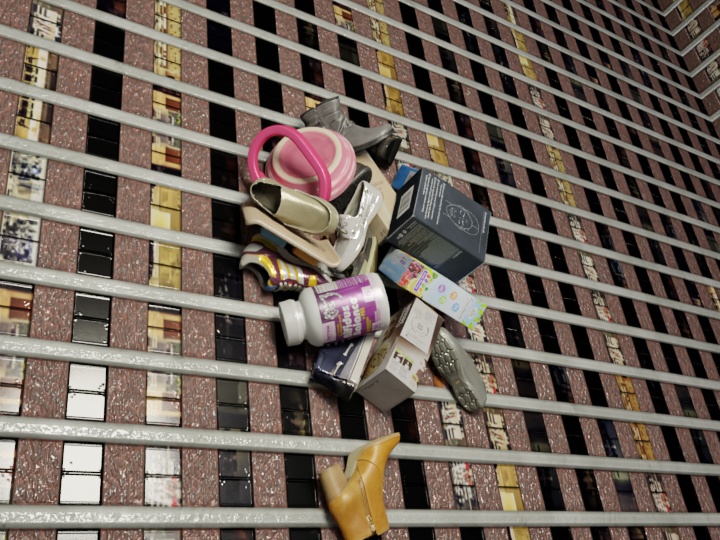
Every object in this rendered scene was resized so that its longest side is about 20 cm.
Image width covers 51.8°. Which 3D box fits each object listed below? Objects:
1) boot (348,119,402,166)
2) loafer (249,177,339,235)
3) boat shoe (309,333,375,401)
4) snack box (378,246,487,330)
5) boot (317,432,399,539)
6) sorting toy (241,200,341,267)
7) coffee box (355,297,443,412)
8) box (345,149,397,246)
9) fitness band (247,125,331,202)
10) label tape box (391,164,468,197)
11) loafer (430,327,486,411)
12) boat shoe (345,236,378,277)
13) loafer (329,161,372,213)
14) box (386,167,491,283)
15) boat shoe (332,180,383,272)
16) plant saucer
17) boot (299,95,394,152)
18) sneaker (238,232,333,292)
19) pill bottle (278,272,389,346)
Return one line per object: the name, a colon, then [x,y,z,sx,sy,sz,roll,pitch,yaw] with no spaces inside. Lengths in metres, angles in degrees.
boot: [0.004,-0.319,1.759,0.172,0.070,0.200,26,6,10]
loafer: [-0.136,-0.122,1.440,0.197,0.077,0.068,23,12,15]
boat shoe: [-0.032,0.154,1.436,0.091,0.075,0.201,24,37,-1]
snack box: [0.151,0.035,1.586,0.198,0.068,0.169,32,3,-18]
boot: [0.022,0.390,1.328,0.199,0.071,0.146,-21,81,-40]
sorting toy: [-0.142,-0.068,1.461,0.197,0.037,0.185,27,9,-18]
coffee box: [0.081,0.166,1.479,0.079,0.113,0.201,38,47,-10]
box: [0.020,-0.162,1.672,0.094,0.078,0.201,-29,81,-43]
fitness band: [-0.144,-0.194,1.487,0.201,0.143,0.037,52,24,5]
label tape box: [0.189,-0.175,1.766,0.197,0.064,0.144,25,6,-22]
loafer: [0.207,0.203,1.572,0.202,0.069,0.070,61,34,-13]
boat shoe: [0.000,0.001,1.559,0.065,0.073,0.203,4,45,5]
loafer: [-0.064,-0.163,1.588,0.199,0.073,0.071,-40,60,-16]
box: [0.173,-0.098,1.616,0.198,0.107,0.150,30,49,-18]
boat shoe: [-0.024,-0.095,1.560,0.069,0.070,0.203,35,72,-36]
plant saucer: [-0.108,-0.229,1.562,0.196,0.051,0.204,-4,57,7]
boot: [-0.032,-0.324,1.634,0.070,0.196,0.134,-51,123,-75]
sneaker: [-0.144,0.017,1.444,0.198,0.075,0.091,32,54,-7]
pill bottle: [-0.051,0.079,1.402,0.196,0.113,0.114,-14,67,-12]
